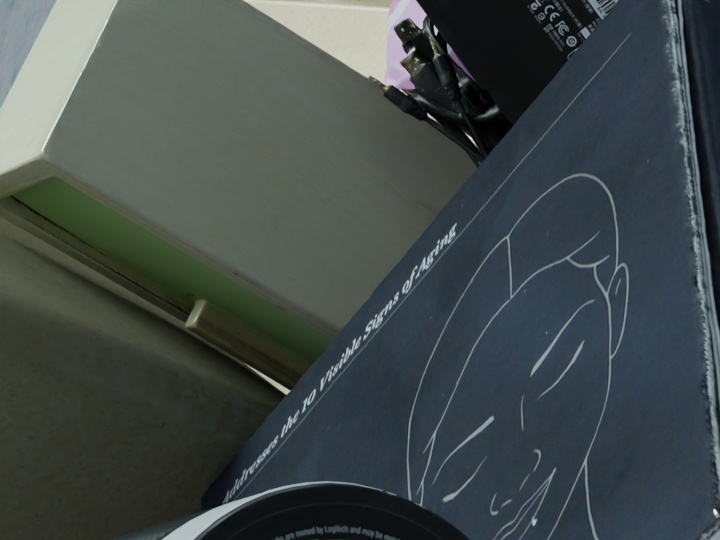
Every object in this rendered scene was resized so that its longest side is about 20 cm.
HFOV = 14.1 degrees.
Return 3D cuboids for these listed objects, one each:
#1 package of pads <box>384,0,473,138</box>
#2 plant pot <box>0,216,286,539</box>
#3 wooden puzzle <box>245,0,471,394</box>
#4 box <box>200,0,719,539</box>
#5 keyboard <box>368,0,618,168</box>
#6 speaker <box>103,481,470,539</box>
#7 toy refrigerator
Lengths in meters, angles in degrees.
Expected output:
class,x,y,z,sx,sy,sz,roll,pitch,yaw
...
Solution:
class,x,y,z,sx,sy,sz,roll,pitch,yaw
package of pads,0.106,-0.096,0.764,0.200,0.120,0.076,-50,14,29
plant pot,-0.156,0.056,0.765,0.199,0.177,0.200,35,88,40
wooden puzzle,-0.038,-0.021,0.922,0.184,0.037,0.201,8,66,37
box,0.057,0.075,0.627,0.200,0.124,0.197,-50,22,30
keyboard,0.058,-0.057,0.725,0.104,0.200,0.040,-35,2,24
speaker,-0.045,0.092,0.556,0.200,0.081,0.082,-24,40,63
toy refrigerator,0.000,0.000,0.774,0.070,0.199,0.076,-65,19,-16
